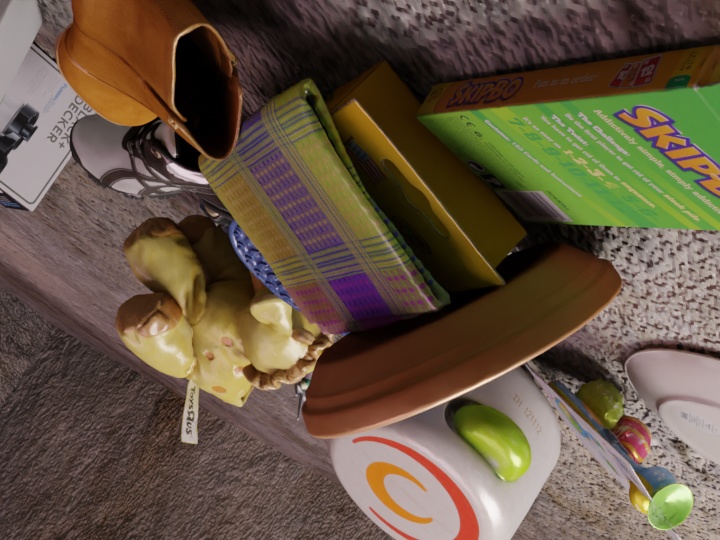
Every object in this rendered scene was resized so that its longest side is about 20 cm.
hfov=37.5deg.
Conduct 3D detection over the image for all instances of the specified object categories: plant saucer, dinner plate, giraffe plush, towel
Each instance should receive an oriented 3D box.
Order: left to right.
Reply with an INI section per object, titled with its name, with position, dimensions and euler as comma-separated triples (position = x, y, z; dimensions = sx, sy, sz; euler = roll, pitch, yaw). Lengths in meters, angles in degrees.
[giraffe plush]
position = -0.095, 0.041, 0.907
dimensions = 0.161, 0.201, 0.172
euler = -12, 175, 34
[towel]
position = -0.029, -0.028, 0.614
dimensions = 0.144, 0.023, 0.200
euler = 56, 159, -7
[plant saucer]
position = 0.052, 0.033, 0.613
dimensions = 0.038, 0.199, 0.200
euler = 63, 160, -4
[dinner plate]
position = 0.269, 0.115, 0.723
dimensions = 0.199, 0.024, 0.200
euler = 30, 164, 9

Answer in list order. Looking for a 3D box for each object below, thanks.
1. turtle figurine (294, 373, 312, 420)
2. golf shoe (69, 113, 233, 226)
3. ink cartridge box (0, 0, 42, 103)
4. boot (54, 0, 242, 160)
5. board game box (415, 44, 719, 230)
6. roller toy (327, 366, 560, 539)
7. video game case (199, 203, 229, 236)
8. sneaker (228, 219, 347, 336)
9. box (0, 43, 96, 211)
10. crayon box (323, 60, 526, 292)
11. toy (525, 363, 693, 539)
[turtle figurine]
position = -0.093, 0.083, 1.178
dimensions = 0.150, 0.101, 0.200
euler = 40, 175, -33
[golf shoe]
position = -0.138, -0.095, 0.785
dimensions = 0.199, 0.078, 0.095
euler = 18, 151, 20
[ink cartridge box]
position = -0.345, -0.172, 0.729
dimensions = 0.199, 0.146, 0.088
euler = 24, 166, -5
[boot]
position = -0.120, -0.109, 0.620
dimensions = 0.144, 0.071, 0.201
euler = 49, 164, 22
[board game box]
position = 0.116, -0.054, 0.480
dimensions = 0.095, 0.030, 0.200
euler = 39, 166, -28
[roller toy]
position = 0.075, 0.150, 0.940
dimensions = 0.199, 0.140, 0.183
euler = 18, 136, 30
[video game case]
position = -0.054, 0.004, 1.014
dimensions = 0.143, 0.018, 0.200
euler = 22, 163, 33
[sneaker]
position = 0.000, 0.000, 0.766
dimensions = 0.200, 0.078, 0.070
euler = 36, 145, -17
[box]
position = -0.321, -0.152, 0.860
dimensions = 0.060, 0.117, 0.200
euler = 9, 151, 50
[crayon box]
position = 0.012, -0.045, 0.620
dimensions = 0.127, 0.051, 0.200
euler = 49, 161, -13
[toy]
position = 0.192, 0.123, 0.805
dimensions = 0.115, 0.047, 0.200
euler = 53, -177, -26
